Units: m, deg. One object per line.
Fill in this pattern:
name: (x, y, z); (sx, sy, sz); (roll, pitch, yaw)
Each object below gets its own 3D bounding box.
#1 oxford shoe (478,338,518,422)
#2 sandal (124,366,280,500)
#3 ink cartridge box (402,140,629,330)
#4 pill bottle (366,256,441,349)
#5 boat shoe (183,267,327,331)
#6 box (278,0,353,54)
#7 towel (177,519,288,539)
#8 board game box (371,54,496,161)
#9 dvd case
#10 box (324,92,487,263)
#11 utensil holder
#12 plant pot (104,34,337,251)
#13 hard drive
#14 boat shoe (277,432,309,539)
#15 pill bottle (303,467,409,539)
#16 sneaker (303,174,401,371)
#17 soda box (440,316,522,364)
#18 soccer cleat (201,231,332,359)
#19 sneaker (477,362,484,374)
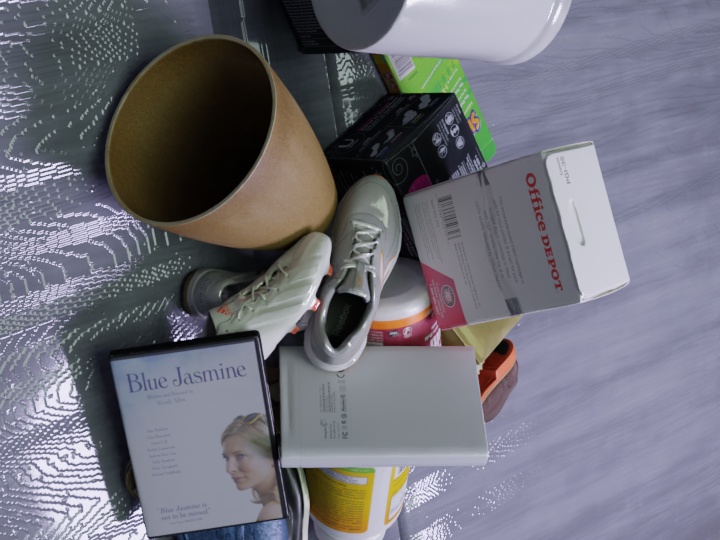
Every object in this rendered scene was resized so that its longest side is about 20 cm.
oxford shoe: (0.131, 0.170, 1.499); (0.200, 0.071, 0.073); (-43, 127, -29)
sandal: (-0.155, 0.159, 1.263); (0.200, 0.054, 0.081); (-33, 112, -17)
ink cartridge box: (0.150, -0.030, 1.225); (0.083, 0.200, 0.147); (-16, 91, -40)
pill bottle: (0.034, 0.094, 1.355); (0.109, 0.109, 0.201); (-31, 130, -34)
boat shoe: (-0.084, 0.033, 1.288); (0.199, 0.069, 0.071); (1, 93, -42)
box: (-0.002, -0.352, 1.280); (0.200, 0.104, 0.183); (-44, 121, -28)
towel: (-0.124, 0.316, 1.273); (0.049, 0.111, 0.201); (-67, 151, -79)
board game box: (0.088, -0.192, 1.435); (0.096, 0.030, 0.200); (-44, 120, -27)
dvd case: (-0.152, 0.159, 1.193); (0.142, 0.018, 0.201); (-8, 110, -1)
box: (0.067, -0.079, 1.375); (0.132, 0.114, 0.200); (-46, 124, -29)
utensil holder: (0.074, -0.284, 1.180); (0.199, 0.170, 0.171); (-4, 99, -38)
plant pot: (-0.108, -0.094, 1.193); (0.200, 0.186, 0.187); (35, 73, -54)
hard drive: (0.020, 0.133, 1.236); (0.199, 0.132, 0.027); (0, 140, -5)
boat shoe: (-0.096, 0.257, 1.310); (0.067, 0.072, 0.201); (-12, 107, -39)
pill bottle: (-0.005, 0.213, 1.318); (0.111, 0.111, 0.200); (-35, 148, -32)
sneaker: (0.000, 0.000, 1.219); (0.075, 0.092, 0.201); (14, 81, -5)
soda box: (0.158, 0.022, 1.423); (0.064, 0.068, 0.200); (51, 62, -13)
soccer cleat: (-0.101, 0.041, 1.196); (0.077, 0.069, 0.200); (33, 96, -23)
sneaker: (0.117, 0.063, 1.476); (0.200, 0.075, 0.090); (-48, 116, -32)
